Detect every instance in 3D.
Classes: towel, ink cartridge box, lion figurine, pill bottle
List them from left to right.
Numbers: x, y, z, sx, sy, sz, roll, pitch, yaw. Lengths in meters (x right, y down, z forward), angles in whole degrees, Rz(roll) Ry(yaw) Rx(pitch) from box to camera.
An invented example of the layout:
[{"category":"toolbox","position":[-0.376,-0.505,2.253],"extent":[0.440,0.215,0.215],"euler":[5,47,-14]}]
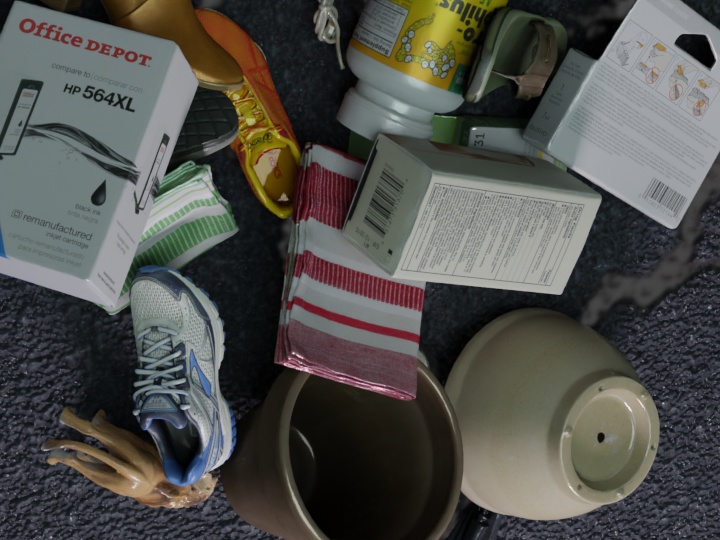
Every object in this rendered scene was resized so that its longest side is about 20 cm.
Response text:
[{"category":"ink cartridge box","position":[-0.230,-0.092,1.453],"extent":[0.145,0.084,0.201],"euler":[15,77,12]},{"category":"lion figurine","position":[-0.202,0.173,1.649],"extent":[0.122,0.200,0.073],"euler":[30,96,10]},{"category":"towel","position":[-0.177,-0.024,1.575],"extent":[0.152,0.200,0.023],"euler":[-33,78,-2]},{"category":"towel","position":[0.000,0.000,1.614],"extent":[0.143,0.023,0.201],"euler":[17,70,-33]},{"category":"pill bottle","position":[0.055,-0.206,1.607],"extent":[0.112,0.113,0.201],"euler":[19,102,-23]},{"category":"ink cartridge box","position":[0.085,-0.069,1.707],"extent":[0.199,0.048,0.147],"euler":[1,109,-20]},{"category":"ink cartridge box","position":[0.262,-0.153,1.702],"extent":[0.199,0.045,0.177],"euler":[26,96,-41]}]

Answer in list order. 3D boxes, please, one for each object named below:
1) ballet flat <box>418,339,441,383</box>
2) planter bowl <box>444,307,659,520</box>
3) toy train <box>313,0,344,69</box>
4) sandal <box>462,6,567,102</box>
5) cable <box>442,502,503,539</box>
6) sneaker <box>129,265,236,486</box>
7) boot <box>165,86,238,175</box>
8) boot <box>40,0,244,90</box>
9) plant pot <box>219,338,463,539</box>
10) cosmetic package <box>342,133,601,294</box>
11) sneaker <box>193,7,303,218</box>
[{"category":"ballet flat","position":[0.014,0.068,1.720],"extent":[0.068,0.068,0.200],"euler":[-35,118,7]},{"category":"planter bowl","position":[0.192,0.143,1.740],"extent":[0.199,0.134,0.202],"euler":[-6,100,-32]},{"category":"toy train","position":[-0.082,-0.252,1.575],"extent":[0.115,0.085,0.201],"euler":[-7,120,2]},{"category":"sandal","position":[0.146,-0.183,1.612],"extent":[0.057,0.201,0.080],"euler":[29,113,20]},{"category":"cable","position":[0.068,0.207,1.810],"extent":[0.162,0.051,0.201],"euler":[11,107,-15]},{"category":"sneaker","position":[-0.157,0.094,1.595],"extent":[0.077,0.085,0.201],"euler":[-5,113,23]},{"category":"boot","position":[-0.180,-0.080,1.582],"extent":[0.199,0.068,0.131],"euler":[-19,148,9]},{"category":"boot","position":[-0.160,-0.247,1.520],"extent":[0.200,0.071,0.145],"euler":[28,110,2]},{"category":"plant pot","position":[-0.034,0.171,1.673],"extent":[0.199,0.174,0.202],"euler":[9,74,-33]},{"category":"cosmetic package","position":[0.097,-0.047,1.611],"extent":[0.199,0.087,0.104],"euler":[8,112,-39]},{"category":"sneaker","position":[-0.094,-0.138,1.608],"extent":[0.073,0.077,0.201],"euler":[-33,111,-2]}]
